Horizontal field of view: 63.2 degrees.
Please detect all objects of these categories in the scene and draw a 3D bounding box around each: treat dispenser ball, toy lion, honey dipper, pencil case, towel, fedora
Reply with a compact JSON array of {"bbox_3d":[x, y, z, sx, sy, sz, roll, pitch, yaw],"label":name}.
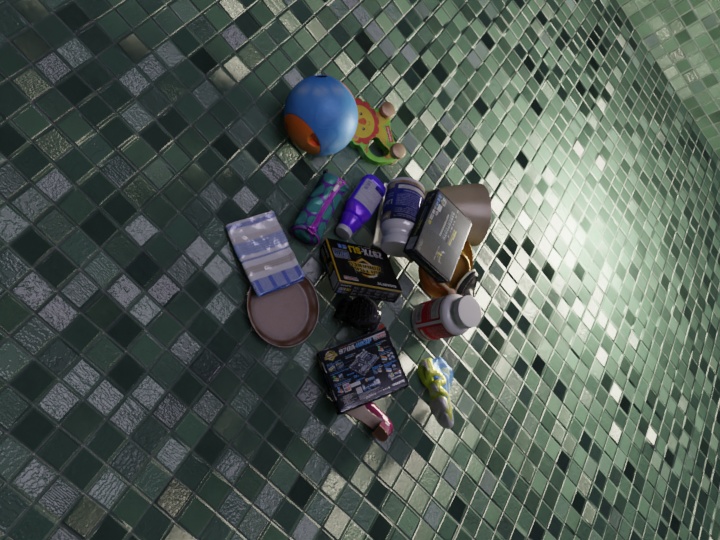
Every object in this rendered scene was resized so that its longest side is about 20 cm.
[{"bbox_3d":[-0.104,-0.406,1.540,0.197,0.200,0.206,9,73,-31],"label":"treat dispenser ball"},{"bbox_3d":[0.021,-0.406,1.714,0.188,0.068,0.205,-14,86,-28],"label":"toy lion"},{"bbox_3d":[0.192,0.004,1.663,0.200,0.038,0.038,44,56,11],"label":"honey dipper"},{"bbox_3d":[-0.106,-0.164,1.545,0.084,0.092,0.203,36,62,-20],"label":"pencil case"},{"bbox_3d":[-0.234,-0.046,1.446,0.145,0.024,0.203,-19,76,-34],"label":"towel"},{"bbox_3d":[0.262,-0.004,1.706,0.196,0.082,0.206,-7,111,-17],"label":"fedora"}]

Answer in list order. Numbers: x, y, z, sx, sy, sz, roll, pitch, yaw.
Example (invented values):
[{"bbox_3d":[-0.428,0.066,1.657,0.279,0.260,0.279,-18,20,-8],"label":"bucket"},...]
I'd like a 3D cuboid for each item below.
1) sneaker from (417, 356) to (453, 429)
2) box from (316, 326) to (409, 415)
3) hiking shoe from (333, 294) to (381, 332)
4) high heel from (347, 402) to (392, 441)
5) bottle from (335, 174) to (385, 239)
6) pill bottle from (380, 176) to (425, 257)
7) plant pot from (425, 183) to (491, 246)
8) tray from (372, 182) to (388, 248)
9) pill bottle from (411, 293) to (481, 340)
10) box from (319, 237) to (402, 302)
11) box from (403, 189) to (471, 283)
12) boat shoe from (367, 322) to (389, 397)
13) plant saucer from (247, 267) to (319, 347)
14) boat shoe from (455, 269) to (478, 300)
[{"bbox_3d":[0.239,0.337,1.658,0.103,0.075,0.204,-18,88,-36],"label":"sneaker"},{"bbox_3d":[0.006,0.252,1.482,0.196,0.046,0.162,-18,71,-17],"label":"box"},{"bbox_3d":[0.014,0.115,1.489,0.099,0.199,0.077,29,79,-25],"label":"hiking shoe"},{"bbox_3d":[0.008,0.356,1.530,0.067,0.096,0.201,-38,87,9],"label":"high heel"},{"bbox_3d":[-0.003,-0.174,1.631,0.083,0.065,0.202,40,60,-16],"label":"bottle"},{"bbox_3d":[0.116,-0.148,1.640,0.114,0.115,0.205,23,62,-26],"label":"pill bottle"},{"bbox_3d":[0.260,-0.174,1.756,0.195,0.187,0.192,3,76,-18],"label":"plant pot"},{"bbox_3d":[0.090,-0.146,1.712,0.106,0.022,0.205,22,67,-27],"label":"tray"},{"bbox_3d":[0.240,0.129,1.634,0.110,0.199,0.115,8,74,-31],"label":"pill bottle"},{"bbox_3d":[0.000,0.000,1.555,0.196,0.050,0.161,11,38,-31],"label":"box"},{"bbox_3d":[0.214,-0.092,1.602,0.157,0.050,0.203,39,65,-29],"label":"box"},{"bbox_3d":[0.053,0.236,1.557,0.071,0.061,0.205,22,66,-51],"label":"boat shoe"},{"bbox_3d":[-0.195,0.090,1.459,0.196,0.032,0.206,9,73,-31],"label":"plant saucer"},{"bbox_3d":[0.303,0.090,1.690,0.073,0.202,0.066,-10,44,-40],"label":"boat shoe"}]
